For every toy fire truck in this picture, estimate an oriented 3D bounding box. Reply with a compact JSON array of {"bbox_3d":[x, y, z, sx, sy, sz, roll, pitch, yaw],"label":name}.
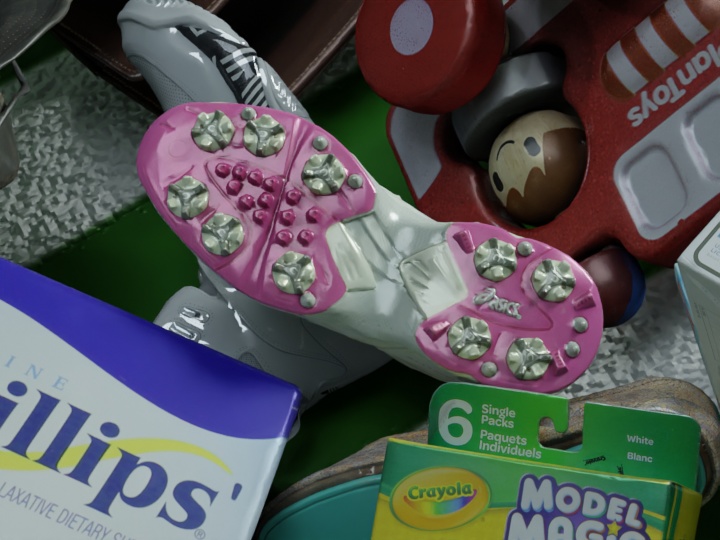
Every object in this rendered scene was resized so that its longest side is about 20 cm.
[{"bbox_3d":[0.100,-0.072,1.138,0.200,0.112,0.168,-39,57,28],"label":"toy fire truck"}]

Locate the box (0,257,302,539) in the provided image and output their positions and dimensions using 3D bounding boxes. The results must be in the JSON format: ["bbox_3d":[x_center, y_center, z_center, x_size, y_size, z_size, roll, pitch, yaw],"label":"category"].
[{"bbox_3d":[-0.147,0.110,1.073,0.183,0.105,0.201,24,60,-5],"label":"box"}]

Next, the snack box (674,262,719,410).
[{"bbox_3d":[0.229,0.018,1.033,0.199,0.037,0.116,-19,51,4],"label":"snack box"}]

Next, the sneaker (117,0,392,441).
[{"bbox_3d":[-0.061,-0.021,1.175,0.115,0.075,0.200,-41,82,-9],"label":"sneaker"}]

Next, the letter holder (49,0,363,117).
[{"bbox_3d":[-0.054,-0.170,1.258,0.200,0.101,0.142,-50,44,-5],"label":"letter holder"}]

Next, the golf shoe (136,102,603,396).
[{"bbox_3d":[0.000,0.000,1.103,0.199,0.092,0.075,29,78,7],"label":"golf shoe"}]

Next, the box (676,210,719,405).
[{"bbox_3d":[0.205,-0.029,0.978,0.060,0.117,0.200,30,68,33],"label":"box"}]

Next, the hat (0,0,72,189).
[{"bbox_3d":[-0.194,-0.056,1.147,0.200,0.081,0.201,-20,25,10],"label":"hat"}]

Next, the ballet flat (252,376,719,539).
[{"bbox_3d":[0.054,0.086,1.098,0.199,0.068,0.067,-12,21,20],"label":"ballet flat"}]

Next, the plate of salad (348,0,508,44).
[{"bbox_3d":[0.045,-0.183,1.308,0.199,0.048,0.201,-17,50,21],"label":"plate of salad"}]

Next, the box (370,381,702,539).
[{"bbox_3d":[0.057,0.144,1.017,0.117,0.048,0.201,7,81,22],"label":"box"}]
